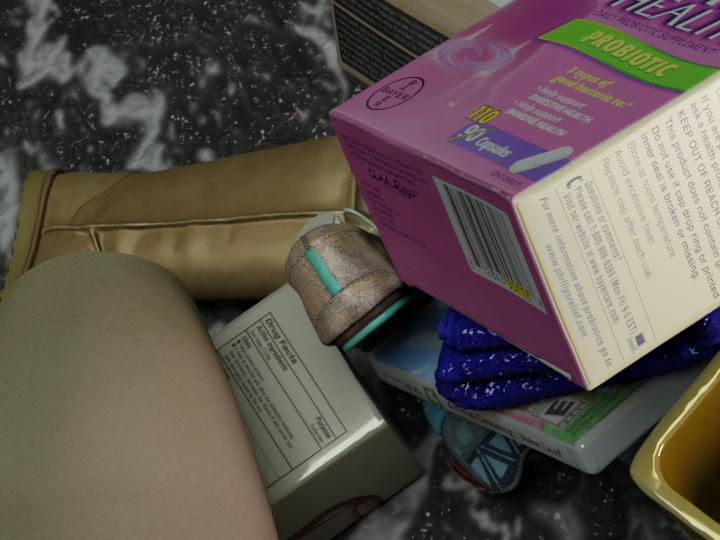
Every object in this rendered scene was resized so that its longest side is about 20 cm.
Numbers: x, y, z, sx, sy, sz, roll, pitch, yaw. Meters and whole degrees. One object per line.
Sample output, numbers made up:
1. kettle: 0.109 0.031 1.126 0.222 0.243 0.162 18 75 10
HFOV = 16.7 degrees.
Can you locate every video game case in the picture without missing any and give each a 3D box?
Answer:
1. video game case: 0.125 0.008 1.178 0.200 0.022 0.182 -39 29 -19

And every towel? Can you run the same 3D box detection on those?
1. towel: 0.116 -0.019 1.157 0.147 0.050 0.200 -15 30 26

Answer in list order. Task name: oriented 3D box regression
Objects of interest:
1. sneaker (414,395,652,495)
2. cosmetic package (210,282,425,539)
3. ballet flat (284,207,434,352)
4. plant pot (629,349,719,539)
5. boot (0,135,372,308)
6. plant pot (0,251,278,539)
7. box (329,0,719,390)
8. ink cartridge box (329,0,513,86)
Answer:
1. sneaker: 0.132 0.051 1.253 0.199 0.079 0.096 -26 85 5
2. cosmetic package: -0.080 0.112 1.270 0.200 0.087 0.104 -34 62 2
3. ballet flat: 0.000 0.000 1.228 0.068 0.200 0.067 -41 85 2
4. plant pot: 0.269 0.101 1.108 0.194 0.200 0.196 38 83 26
5. boot: -0.094 0.009 1.331 0.199 0.066 0.176 -3 68 14
6. plant pot: -0.123 0.098 1.157 0.186 0.188 0.201 -11 54 12
7. box: 0.119 -0.061 1.073 0.199 0.097 0.176 -31 26 -15
8. ink cartridge box: 0.103 -0.143 1.240 0.199 0.075 0.165 -23 32 -20
